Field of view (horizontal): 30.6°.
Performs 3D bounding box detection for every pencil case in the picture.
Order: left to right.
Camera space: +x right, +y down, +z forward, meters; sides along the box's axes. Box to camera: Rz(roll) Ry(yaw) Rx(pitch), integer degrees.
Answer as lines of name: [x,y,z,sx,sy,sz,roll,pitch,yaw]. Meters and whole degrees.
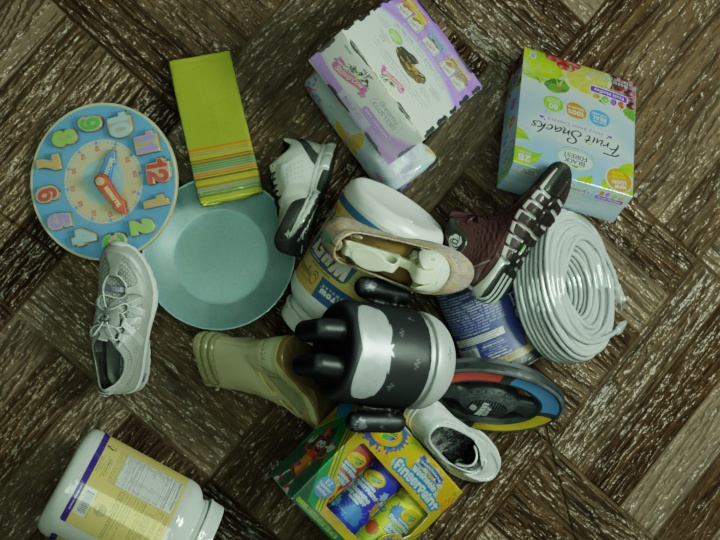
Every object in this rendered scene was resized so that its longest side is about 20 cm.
pencil case: [0.014,-0.198,1.727,0.091,0.083,0.201,-41,96,-22]

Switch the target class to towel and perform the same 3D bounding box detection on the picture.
towel: [-0.189,-0.185,1.709,0.085,0.018,0.202,-11,77,-14]

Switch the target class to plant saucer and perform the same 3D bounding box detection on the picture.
plant saucer: [-0.182,-0.020,1.706,0.198,0.039,0.203,0,80,1]

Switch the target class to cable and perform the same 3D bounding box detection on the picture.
cable: [0.268,0.020,1.716,0.069,0.200,0.202,-10,104,36]

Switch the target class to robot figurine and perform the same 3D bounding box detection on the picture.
robot figurine: [0.018,0.102,1.578,0.198,0.125,0.151,9,119,-29]

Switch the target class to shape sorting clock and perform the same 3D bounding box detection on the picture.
shape sorting clock: [-0.329,-0.113,1.680,0.198,0.039,0.203,0,90,5]

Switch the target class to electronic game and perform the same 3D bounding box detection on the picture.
electronic game: [0.164,0.164,1.697,0.198,0.200,0.042,13,62,-8]

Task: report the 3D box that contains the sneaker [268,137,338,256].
sneaker: [-0.087,-0.095,1.684,0.079,0.074,0.201,15,43,1]

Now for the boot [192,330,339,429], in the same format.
boot: [-0.118,0.145,1.704,0.154,0.200,0.073,3,59,28]

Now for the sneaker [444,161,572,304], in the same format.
sneaker: [0.169,-0.068,1.637,0.115,0.076,0.201,33,86,29]

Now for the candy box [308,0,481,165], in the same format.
candy box: [0.048,-0.251,1.678,0.071,0.200,0.168,-33,97,38]

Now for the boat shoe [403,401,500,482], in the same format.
boat shoe: [0.131,0.232,1.706,0.072,0.069,0.200,-39,131,0]

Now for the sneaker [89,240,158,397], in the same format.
sneaker: [-0.302,0.065,1.654,0.074,0.082,0.202,2,102,19]

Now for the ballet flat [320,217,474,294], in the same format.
ballet flat: [0.047,-0.007,1.561,0.198,0.067,0.069,14,105,-13]

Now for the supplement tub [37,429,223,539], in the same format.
supplement tub: [-0.286,0.305,1.648,0.199,0.145,0.146,30,86,-8]

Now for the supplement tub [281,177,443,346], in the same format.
supplement tub: [0.000,0.000,1.673,0.144,0.145,0.201,30,105,-7]

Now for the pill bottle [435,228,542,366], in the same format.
pill bottle: [0.159,0.036,1.733,0.111,0.112,0.202,-23,94,-8]

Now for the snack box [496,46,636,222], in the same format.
snack box: [0.273,-0.180,1.728,0.167,0.068,0.202,15,57,-9]

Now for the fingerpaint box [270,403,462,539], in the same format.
fingerpaint box: [0.011,0.274,1.688,0.167,0.073,0.200,-43,124,-7]
